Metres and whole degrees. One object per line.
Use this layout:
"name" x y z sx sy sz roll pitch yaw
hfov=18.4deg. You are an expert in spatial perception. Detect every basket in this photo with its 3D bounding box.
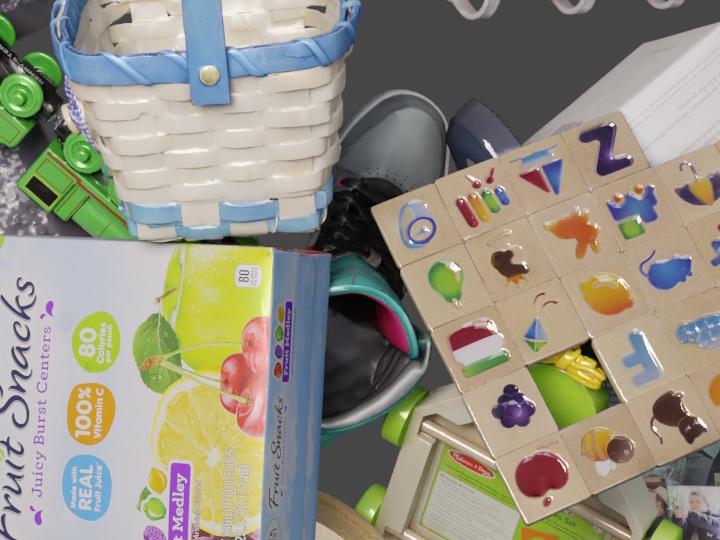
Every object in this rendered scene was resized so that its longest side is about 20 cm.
"basket" -0.069 -0.123 0.992 0.138 0.176 0.201 -1 112 -2

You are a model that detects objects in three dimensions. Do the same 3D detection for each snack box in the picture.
"snack box" -0.119 0.069 1.039 0.199 0.068 0.170 2 89 26

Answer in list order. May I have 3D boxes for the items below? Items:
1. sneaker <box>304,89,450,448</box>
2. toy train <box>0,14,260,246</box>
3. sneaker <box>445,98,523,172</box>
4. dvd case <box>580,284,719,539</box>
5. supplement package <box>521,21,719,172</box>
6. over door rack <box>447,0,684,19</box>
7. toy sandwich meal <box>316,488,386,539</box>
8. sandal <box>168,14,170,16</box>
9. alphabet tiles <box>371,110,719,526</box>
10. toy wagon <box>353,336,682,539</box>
"sneaker" 0.000 0.000 1.091 0.083 0.121 0.201 24 84 -13
"toy train" -0.133 -0.047 1.094 0.200 0.042 0.056 42 118 -8
"sneaker" 0.075 0.015 1.124 0.082 0.070 0.201 -28 107 -8
"dvd case" 0.136 0.096 1.104 0.145 0.022 0.201 -2 116 17
"supplement package" 0.185 -0.011 1.139 0.109 0.114 0.200 -39 98 -12
"over door rack" 0.110 -0.230 1.113 0.147 0.067 0.201 -8 112 -37
"toy sandwich meal" -0.054 0.199 1.110 0.204 0.070 0.206 0 87 -4
"sandal" -0.080 -0.117 1.110 0.075 0.045 0.201 -12 93 -13
"alphabet tiles" 0.128 0.006 1.030 0.199 0.008 0.168 -21 70 -13
"toy wagon" 0.081 0.110 1.087 0.155 0.040 0.201 28 125 15
